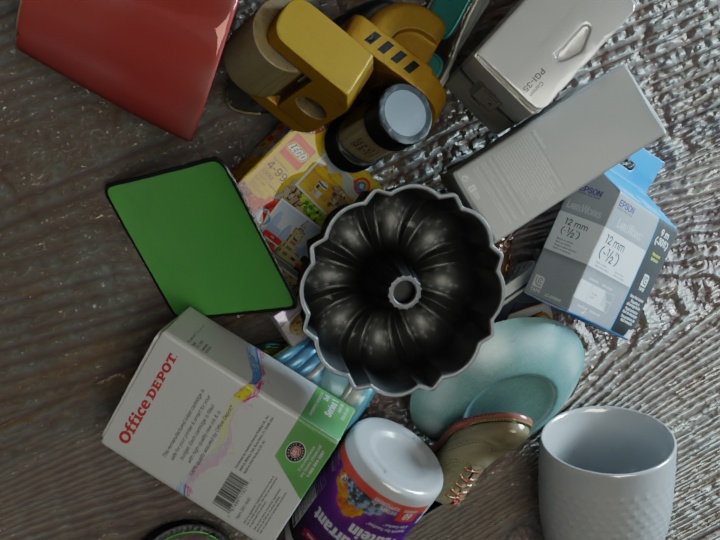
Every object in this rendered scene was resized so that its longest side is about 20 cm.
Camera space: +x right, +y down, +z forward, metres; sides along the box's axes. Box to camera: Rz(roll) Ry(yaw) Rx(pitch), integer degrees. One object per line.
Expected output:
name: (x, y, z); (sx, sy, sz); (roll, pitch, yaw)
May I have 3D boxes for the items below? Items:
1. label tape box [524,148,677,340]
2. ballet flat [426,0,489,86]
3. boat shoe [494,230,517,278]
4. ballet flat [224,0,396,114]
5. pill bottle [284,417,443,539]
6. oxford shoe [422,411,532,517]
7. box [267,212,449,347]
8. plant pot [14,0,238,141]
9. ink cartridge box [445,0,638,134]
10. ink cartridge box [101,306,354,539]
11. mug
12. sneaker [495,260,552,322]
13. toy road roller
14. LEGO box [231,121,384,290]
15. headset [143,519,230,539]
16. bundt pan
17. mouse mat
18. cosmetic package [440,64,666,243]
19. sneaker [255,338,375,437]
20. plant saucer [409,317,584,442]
label tape box: (0.272, -0.039, 1.330); (0.143, 0.066, 0.200); (23, 94, -49)
ballet flat: (0.075, -0.222, 1.270); (0.069, 0.069, 0.200); (32, 92, -19)
boat shoe: (0.121, -0.009, 1.301); (0.070, 0.070, 0.200); (44, 71, 1)
ballet flat: (-0.042, -0.208, 1.250); (0.200, 0.057, 0.067); (-26, 93, -3)
pill bottle: (-0.010, 0.259, 1.295); (0.111, 0.112, 0.200); (23, 118, -19)
oxford shoe: (0.109, 0.208, 1.303); (0.070, 0.200, 0.075); (20, 51, -28)
box: (0.000, 0.000, 1.223); (0.200, 0.039, 0.041); (-34, 110, -7)
plant pot: (-0.205, -0.237, 1.128); (0.177, 0.200, 0.201); (18, 96, -10)
ink cartridge box: (0.170, -0.220, 1.218); (0.083, 0.200, 0.147); (43, 88, -4)
ink cartridge box: (-0.130, 0.152, 1.225); (0.200, 0.084, 0.145); (32, 111, 1)
mug: (0.288, 0.254, 1.398); (0.200, 0.147, 0.176); (-24, 121, -41)
sneaker: (0.121, 0.072, 1.335); (0.200, 0.078, 0.080); (-30, 102, -10)
toy road roller: (-0.010, -0.197, 1.158); (0.200, 0.123, 0.146); (35, 68, -17)
LEGO box: (-0.044, -0.043, 1.264); (0.149, 0.077, 0.200); (-46, 109, -3)
headset: (-0.198, 0.359, 1.294); (0.123, 0.094, 0.200); (34, 79, -19)
bundt pan: (0.031, 0.013, 1.173); (0.201, 0.076, 0.202); (-3, 103, -15)
mouse mat: (-0.155, -0.025, 1.187); (0.008, 0.200, 0.161); (-40, 113, -37)
cosmetic package: (0.185, -0.112, 1.221); (0.200, 0.107, 0.090); (-30, 93, 0)
sneaker: (-0.080, 0.150, 1.303); (0.130, 0.080, 0.200); (37, 108, 4)
plant saucer: (0.153, 0.134, 1.327); (0.200, 0.039, 0.201); (-12, 135, -13)
